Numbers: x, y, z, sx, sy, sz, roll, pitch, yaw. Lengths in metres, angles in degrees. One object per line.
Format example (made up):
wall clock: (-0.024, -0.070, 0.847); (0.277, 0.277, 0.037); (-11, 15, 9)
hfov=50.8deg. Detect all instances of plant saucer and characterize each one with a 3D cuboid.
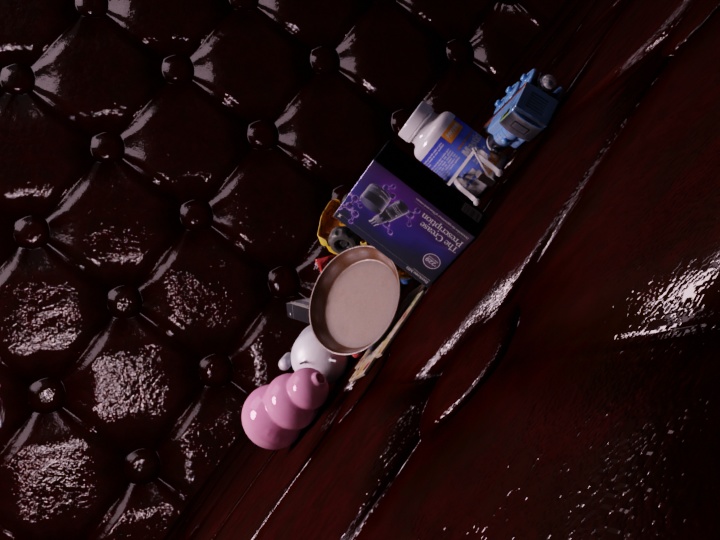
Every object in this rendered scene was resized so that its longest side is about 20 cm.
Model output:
plant saucer: (-0.005, 0.055, 1.341); (0.200, 0.200, 0.034); (-52, -40, 9)

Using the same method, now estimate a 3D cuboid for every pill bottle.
pill bottle: (0.177, -0.240, 1.488); (0.112, 0.200, 0.112); (-53, 3, 4)

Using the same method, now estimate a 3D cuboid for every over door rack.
over door rack: (0.188, -0.129, 1.359); (0.148, 0.067, 0.200); (-54, 9, 22)

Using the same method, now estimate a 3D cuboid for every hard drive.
hard drive: (-0.056, 0.080, 1.577); (0.139, 0.038, 0.200); (-8, 8, -25)

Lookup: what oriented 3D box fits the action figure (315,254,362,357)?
action figure: (-0.034, 0.069, 1.436); (0.052, 0.201, 0.065); (-15, 2, -1)

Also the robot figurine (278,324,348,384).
robot figurine: (-0.079, 0.166, 1.515); (0.169, 0.113, 0.200); (-18, 3, 2)

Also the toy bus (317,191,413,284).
toy bus: (0.037, -0.045, 1.451); (0.192, 0.199, 0.136); (75, -157, -44)

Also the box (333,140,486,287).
box: (0.078, -0.089, 1.232); (0.141, 0.200, 0.079); (-51, 3, 43)

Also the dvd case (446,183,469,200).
dvd case: (0.125, -0.122, 1.536); (0.200, 0.016, 0.149); (3, -43, -43)

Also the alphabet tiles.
alphabet tiles: (0.048, 0.105, 1.306); (0.200, 0.006, 0.166); (-54, 3, -21)

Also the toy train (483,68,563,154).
toy train: (0.289, -0.283, 1.385); (0.114, 0.087, 0.200); (-60, 7, -19)

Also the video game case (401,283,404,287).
video game case: (0.079, 0.011, 1.668); (0.200, 0.036, 0.181); (-52, 4, 20)

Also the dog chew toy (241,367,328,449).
dog chew toy: (-0.134, 0.251, 1.422); (0.200, 0.125, 0.125); (-41, 9, 32)
